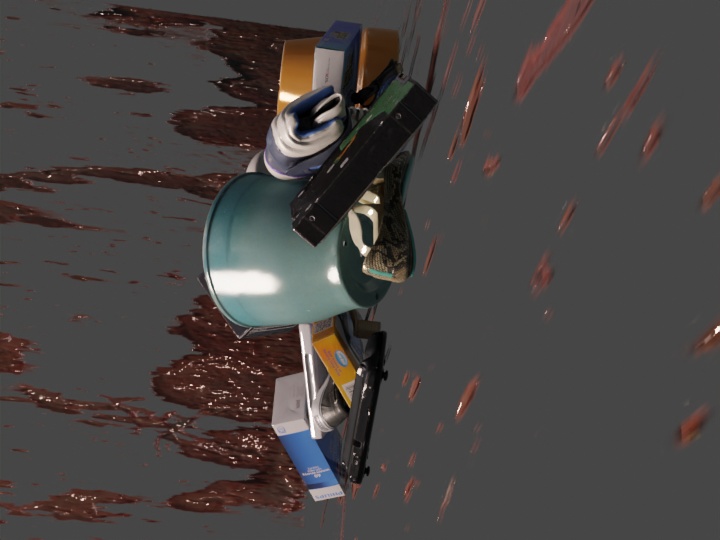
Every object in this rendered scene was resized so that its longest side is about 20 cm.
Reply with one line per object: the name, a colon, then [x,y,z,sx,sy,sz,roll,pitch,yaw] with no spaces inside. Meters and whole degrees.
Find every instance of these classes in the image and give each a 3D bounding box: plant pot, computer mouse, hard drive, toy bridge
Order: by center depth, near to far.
hard drive: [0.000,-0.124,1.125,0.200,0.038,0.140,-50,14,7]
plant pot: [-0.063,-0.026,1.296,0.199,0.186,0.203,-2,-87,-56]
toy bridge: [0.000,0.000,1.464,0.027,0.066,0.202,103,172,-60]
computer mouse: [0.015,-0.226,1.550,0.110,0.044,0.201,-52,-15,-31]
plant pot: [-0.040,-0.300,1.681,0.200,0.181,0.203,-173,90,-86]

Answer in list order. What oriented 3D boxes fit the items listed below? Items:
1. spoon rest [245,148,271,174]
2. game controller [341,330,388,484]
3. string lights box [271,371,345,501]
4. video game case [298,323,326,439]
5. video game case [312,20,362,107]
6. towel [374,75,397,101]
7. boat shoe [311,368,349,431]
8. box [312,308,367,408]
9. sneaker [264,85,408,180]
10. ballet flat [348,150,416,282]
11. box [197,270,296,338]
spoon rest: [-0.110,-0.133,1.442,0.200,0.060,0.100,-59,-38,-64]
game controller: [0.010,0.175,1.319,0.105,0.042,0.202,-65,-13,-54]
string lights box: [-0.080,0.274,1.696,0.103,0.058,0.201,-88,-20,-50]
video game case: [-0.053,0.155,1.680,0.200,0.022,0.185,-35,-60,-74]
video game case: [-0.037,-0.246,1.470,0.200,0.045,0.183,-73,-10,-65]
towel: [0.031,-0.178,1.431,0.200,0.048,0.113,105,171,-69]
boat shoe: [-0.022,0.172,1.605,0.056,0.069,0.201,-28,23,28]
box: [-0.023,0.090,1.462,0.120,0.041,0.201,61,-166,-25]
sneaker: [-0.015,-0.168,1.231,0.146,0.198,0.081,132,123,-67]
ballet flat: [0.024,-0.069,1.155,0.068,0.074,0.201,100,175,-45]
box: [-0.109,-0.007,1.585,0.198,0.124,0.200,-40,-11,14]
